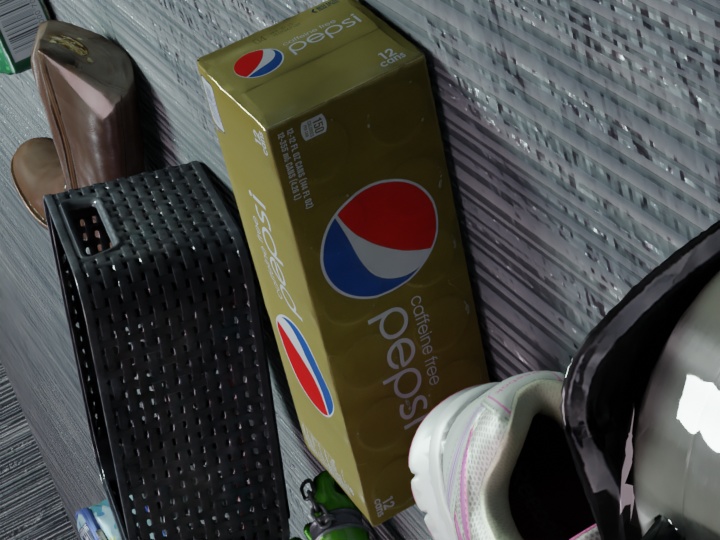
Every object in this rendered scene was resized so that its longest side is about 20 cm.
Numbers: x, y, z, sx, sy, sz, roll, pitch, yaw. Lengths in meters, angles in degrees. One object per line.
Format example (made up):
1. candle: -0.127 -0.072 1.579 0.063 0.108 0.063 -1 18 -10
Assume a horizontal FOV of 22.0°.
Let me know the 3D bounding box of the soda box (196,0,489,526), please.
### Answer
1. soda box: 0.000 0.000 0.722 0.064 0.068 0.201 45 156 48

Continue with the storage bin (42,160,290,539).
1. storage bin: -0.108 0.056 1.040 0.135 0.093 0.201 -125 24 -58

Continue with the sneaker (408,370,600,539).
1. sneaker: 0.082 0.120 0.627 0.200 0.081 0.088 59 165 14

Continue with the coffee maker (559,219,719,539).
1. coffee maker: 0.149 0.085 0.314 0.192 0.135 0.200 43 176 -27

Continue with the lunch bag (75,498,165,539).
1. lunch bag: -0.233 0.334 1.996 0.161 0.082 0.200 53 163 24

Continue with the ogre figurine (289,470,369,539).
1. ogre figurine: 0.001 0.222 1.040 0.120 0.098 0.201 -121 44 -63

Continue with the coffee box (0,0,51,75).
1. coffee box: -0.271 -0.233 1.272 0.201 0.044 0.123 67 164 -14

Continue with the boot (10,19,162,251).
1. boot: -0.186 -0.095 1.180 0.186 0.064 0.200 36 155 33
